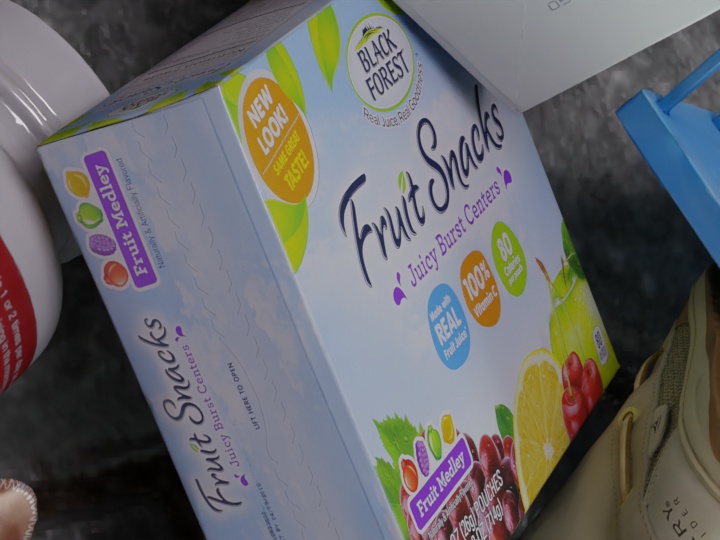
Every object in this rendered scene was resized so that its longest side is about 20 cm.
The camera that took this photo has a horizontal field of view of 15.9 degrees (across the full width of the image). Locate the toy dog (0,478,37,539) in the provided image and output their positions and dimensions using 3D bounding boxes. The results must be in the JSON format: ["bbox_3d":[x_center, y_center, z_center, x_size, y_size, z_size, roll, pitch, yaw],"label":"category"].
[{"bbox_3d":[-0.086,0.123,0.655,0.199,0.096,0.133,19,53,-50],"label":"toy dog"}]

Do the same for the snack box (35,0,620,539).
[{"bbox_3d":[0.000,0.000,0.787,0.170,0.067,0.200,68,25,-11],"label":"snack box"}]

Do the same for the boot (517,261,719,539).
[{"bbox_3d":[0.091,0.084,0.866,0.073,0.156,0.200,41,18,-4],"label":"boot"}]

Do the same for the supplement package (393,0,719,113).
[{"bbox_3d":[0.069,-0.189,0.785,0.150,0.151,0.201,40,44,-28],"label":"supplement package"}]

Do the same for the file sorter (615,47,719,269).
[{"bbox_3d":[0.207,-0.025,0.882,0.200,0.123,0.139,8,45,-59],"label":"file sorter"}]

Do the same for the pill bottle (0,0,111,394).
[{"bbox_3d":[-0.157,0.012,0.724,0.112,0.112,0.200,51,59,-11],"label":"pill bottle"}]
